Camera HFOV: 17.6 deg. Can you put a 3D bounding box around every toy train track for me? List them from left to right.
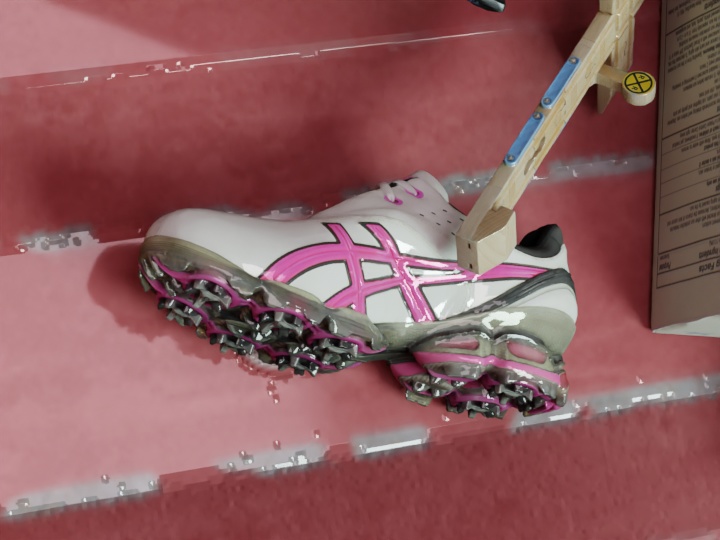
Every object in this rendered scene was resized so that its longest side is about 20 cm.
[{"bbox_3d":[0.101,-0.076,0.984,0.032,0.115,0.200,23,60,20],"label":"toy train track"}]

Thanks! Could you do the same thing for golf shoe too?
[{"bbox_3d":[0.000,0.000,0.979,0.199,0.073,0.092,16,70,-26],"label":"golf shoe"}]

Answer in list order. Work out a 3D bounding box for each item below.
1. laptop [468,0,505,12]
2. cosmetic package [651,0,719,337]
[{"bbox_3d":[0.002,-0.221,0.983,0.177,0.200,0.103,26,113,-13],"label":"laptop"},{"bbox_3d":[0.188,-0.072,1.030,0.087,0.103,0.201,6,83,-17],"label":"cosmetic package"}]
